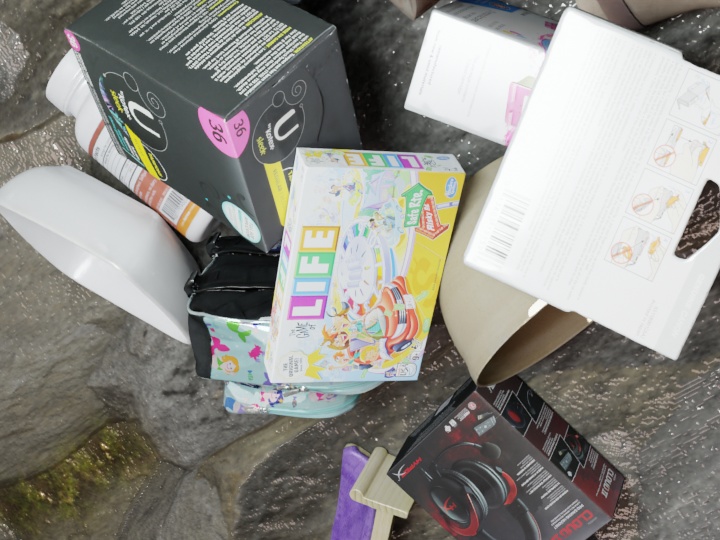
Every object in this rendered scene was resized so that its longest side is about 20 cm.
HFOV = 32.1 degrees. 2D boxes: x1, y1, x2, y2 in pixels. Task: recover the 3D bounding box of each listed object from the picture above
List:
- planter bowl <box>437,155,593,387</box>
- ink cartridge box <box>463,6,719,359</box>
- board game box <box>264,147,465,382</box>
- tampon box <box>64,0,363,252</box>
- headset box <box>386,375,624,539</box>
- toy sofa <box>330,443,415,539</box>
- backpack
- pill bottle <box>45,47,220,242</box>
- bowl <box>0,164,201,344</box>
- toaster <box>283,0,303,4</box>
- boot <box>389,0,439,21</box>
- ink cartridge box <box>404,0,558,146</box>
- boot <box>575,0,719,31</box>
[{"bbox_3d":[0.141,-0.016,1.063,0.200,0.199,0.135,-47,70,33],"label":"planter bowl"},{"bbox_3d":[0.189,-0.063,0.904,0.172,0.044,0.202,25,105,10],"label":"ink cartridge box"},{"bbox_3d":[0.000,0.000,1.024,0.132,0.034,0.203,0,121,-18],"label":"board game box"},{"bbox_3d":[-0.116,-0.142,1.026,0.199,0.126,0.151,32,153,33],"label":"tampon box"},{"bbox_3d":[0.149,0.208,1.226,0.200,0.075,0.149,43,123,-2],"label":"headset box"},{"bbox_3d":[0.002,0.290,1.327,0.096,0.083,0.203,18,121,13],"label":"toy sofa"},{"bbox_3d":[-0.048,0.047,1.173,0.197,0.178,0.153,-3,118,13],"label":"backpack"},{"bbox_3d":[-0.195,-0.131,1.184,0.199,0.112,0.112,41,124,0],"label":"pill bottle"},{"bbox_3d":[-0.243,-0.023,1.233,0.198,0.075,0.201,27,163,24],"label":"bowl"},{"bbox_3d":[0.001,-0.294,1.017,0.197,0.114,0.131,-1,112,25],"label":"toaster"},{"bbox_3d":[0.067,-0.309,0.935,0.188,0.199,0.064,64,162,-18],"label":"boot"},{"bbox_3d":[0.154,-0.146,1.003,0.198,0.145,0.086,23,113,11],"label":"ink cartridge box"},{"bbox_3d":[0.246,-0.225,0.975,0.200,0.071,0.146,46,130,-14],"label":"boot"}]
